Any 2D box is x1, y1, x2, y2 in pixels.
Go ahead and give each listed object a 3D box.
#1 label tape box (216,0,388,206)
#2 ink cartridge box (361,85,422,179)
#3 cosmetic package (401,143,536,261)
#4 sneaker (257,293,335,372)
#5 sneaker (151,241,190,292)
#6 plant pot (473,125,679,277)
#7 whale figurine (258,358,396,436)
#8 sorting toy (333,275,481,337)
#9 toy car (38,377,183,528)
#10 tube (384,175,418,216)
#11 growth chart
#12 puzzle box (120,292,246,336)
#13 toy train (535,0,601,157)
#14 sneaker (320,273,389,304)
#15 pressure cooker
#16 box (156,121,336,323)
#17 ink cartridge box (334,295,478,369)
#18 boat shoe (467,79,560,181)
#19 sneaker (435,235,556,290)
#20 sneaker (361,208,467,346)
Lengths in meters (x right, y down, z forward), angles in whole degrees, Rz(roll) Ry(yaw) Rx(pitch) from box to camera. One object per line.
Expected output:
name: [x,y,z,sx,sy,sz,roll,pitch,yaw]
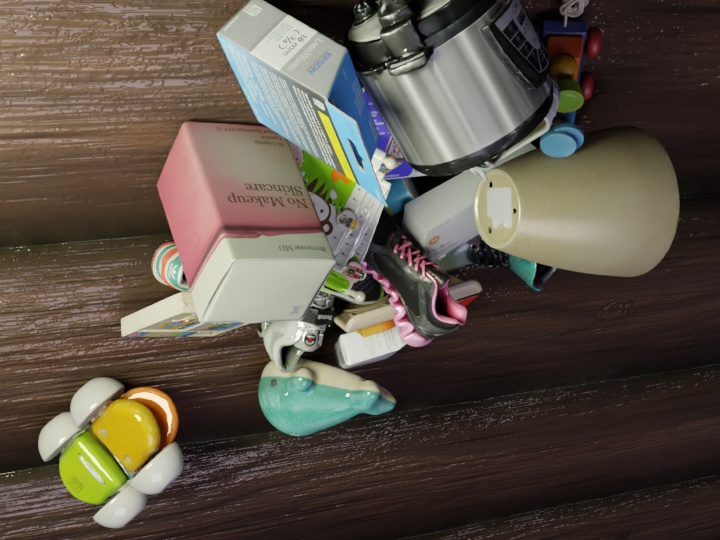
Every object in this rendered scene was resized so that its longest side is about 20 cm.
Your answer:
label tape box: [-0.038,-0.169,1.192,0.063,0.200,0.144,-46,149,-14]
ink cartridge box: [0.075,-0.187,1.375,0.197,0.043,0.200,-7,145,-22]
cosmetic package: [0.143,-0.085,1.497,0.200,0.051,0.083,-30,149,-23]
sneaker: [-0.065,0.059,1.591,0.074,0.089,0.200,5,135,-33]
sneaker: [-0.147,0.008,1.440,0.199,0.093,0.071,7,99,-25]
plant pot: [0.242,-0.080,1.426,0.199,0.188,0.188,-4,142,-30]
whale figurine: [-0.053,0.188,1.693,0.199,0.104,0.159,6,162,28]
sorting toy: [0.055,0.048,1.602,0.185,0.037,0.200,-17,-176,-9]
toy car: [-0.328,0.238,1.647,0.200,0.175,0.150,-44,177,27]
tube: [-0.024,-0.064,1.490,0.200,0.051,0.077,-27,137,17]
growth chart: [-0.039,-0.073,1.375,0.144,0.018,0.201,19,115,7]
puzzle box: [-0.201,0.057,1.480,0.133,0.026,0.200,2,168,-31]
toy train: [0.227,-0.228,1.326,0.084,0.116,0.200,2,145,3]
sneaker: [0.000,0.000,1.498,0.083,0.072,0.200,-18,167,36]
pressure cooker: [0.079,-0.216,1.184,0.178,0.176,0.200,-38,114,-14]
box: [-0.128,-0.053,1.299,0.128,0.200,0.109,0,141,-32]
ink cartridge box: [0.065,0.092,1.680,0.199,0.057,0.163,-12,173,-5]
boat shoe: [0.131,-0.137,1.315,0.202,0.086,0.075,-22,128,36]
sneaker: [0.198,-0.020,1.606,0.200,0.121,0.084,-27,145,7]
sneaker: [0.064,-0.001,1.436,0.095,0.079,0.200,-12,118,43]
